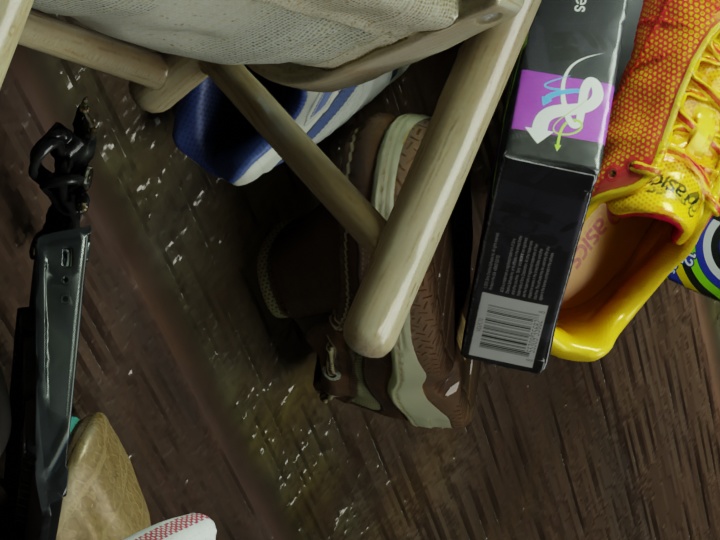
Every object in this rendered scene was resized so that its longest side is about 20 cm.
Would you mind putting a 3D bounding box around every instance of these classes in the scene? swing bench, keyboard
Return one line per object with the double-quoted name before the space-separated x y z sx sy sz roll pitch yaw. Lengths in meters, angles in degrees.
"swing bench" -0.024 -0.101 0.691 0.200 0.130 0.199 -52 148 16
"keyboard" -0.092 0.028 0.832 0.200 0.020 0.128 117 -22 -71

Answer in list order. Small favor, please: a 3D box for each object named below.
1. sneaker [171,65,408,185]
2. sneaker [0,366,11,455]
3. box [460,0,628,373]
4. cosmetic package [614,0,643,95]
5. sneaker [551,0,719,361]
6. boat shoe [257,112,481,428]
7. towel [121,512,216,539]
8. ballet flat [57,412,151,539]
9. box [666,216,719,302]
"sneaker" -0.022 -0.105 0.857 0.088 0.075 0.201 -46 151 -31
"sneaker" -0.155 0.071 0.767 0.112 0.077 0.201 -44 150 -38
"box" 0.071 -0.086 0.988 0.143 0.036 0.201 97 5 -62
"cosmetic package" 0.133 -0.105 1.165 0.151 0.051 0.201 -30 142 -65
"sneaker" 0.122 -0.053 1.060 0.073 0.077 0.201 21 107 -23
"boat shoe" -0.001 0.006 1.004 0.203 0.074 0.075 79 21 -64
"towel" -0.135 0.147 0.842 0.200 0.030 0.146 -43 170 36
"ballet flat" -0.097 0.148 0.963 0.068 0.072 0.201 -30 142 -77
"box" 0.191 -0.081 1.184 0.070 0.064 0.201 -31 142 -70
